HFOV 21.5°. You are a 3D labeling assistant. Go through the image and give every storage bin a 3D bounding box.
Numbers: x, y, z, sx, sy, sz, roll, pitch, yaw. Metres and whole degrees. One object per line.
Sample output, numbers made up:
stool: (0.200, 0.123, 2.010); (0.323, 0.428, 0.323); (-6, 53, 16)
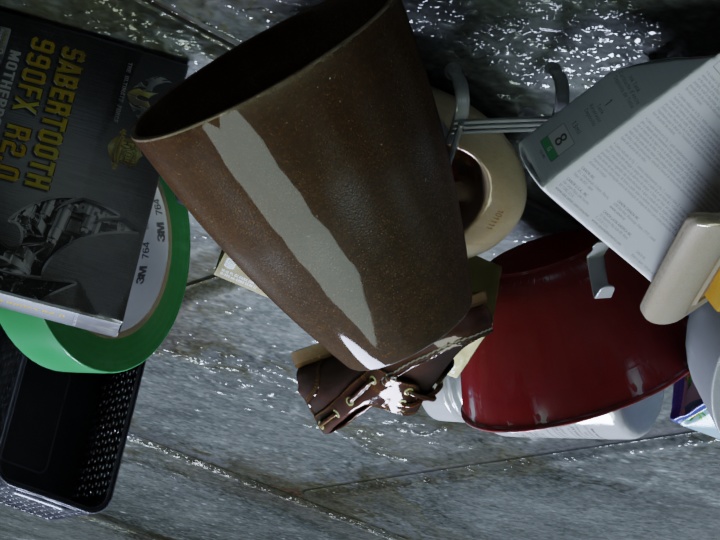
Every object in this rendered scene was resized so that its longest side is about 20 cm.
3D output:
storage bin: (-0.313, 0.141, 1.929); (0.135, 0.201, 0.094); (25, 155, -31)

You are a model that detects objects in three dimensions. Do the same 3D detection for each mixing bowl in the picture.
mixing bowl: (0.157, 0.035, 1.464); (0.199, 0.109, 0.200); (-17, -167, 4)

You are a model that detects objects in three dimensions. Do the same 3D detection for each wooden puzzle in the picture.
wooden puzzle: (0.284, -0.036, 1.221); (0.199, 0.037, 0.185); (-28, 163, -12)

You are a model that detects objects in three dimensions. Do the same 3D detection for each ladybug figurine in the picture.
ladybug figurine: (0.022, -0.077, 1.322); (0.199, 0.072, 0.136); (22, 118, -25)

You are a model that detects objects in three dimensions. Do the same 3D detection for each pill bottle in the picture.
pill bottle: (0.154, 0.088, 1.653); (0.199, 0.115, 0.114); (-2, 155, 34)

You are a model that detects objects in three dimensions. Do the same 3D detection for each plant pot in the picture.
plant pot: (-0.015, -0.045, 1.185); (0.186, 0.187, 0.201); (-11, 114, 46)

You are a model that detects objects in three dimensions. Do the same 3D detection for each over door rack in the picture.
over door rack: (0.112, -0.064, 1.271); (0.147, 0.067, 0.201); (-2, 139, -10)

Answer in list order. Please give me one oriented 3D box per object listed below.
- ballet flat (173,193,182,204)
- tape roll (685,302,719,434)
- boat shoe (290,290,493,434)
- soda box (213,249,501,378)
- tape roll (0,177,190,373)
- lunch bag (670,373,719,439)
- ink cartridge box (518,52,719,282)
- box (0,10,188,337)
ballet flat: (-0.062, -0.066, 1.433); (0.199, 0.074, 0.073); (6, 159, 24)
tape roll: (0.340, 0.054, 1.374); (0.199, 0.066, 0.201); (-6, 125, -9)
boat shoe: (0.027, 0.066, 1.316); (0.070, 0.071, 0.200); (-12, 172, -36)
soda box: (0.000, 0.000, 1.383); (0.199, 0.064, 0.068); (23, 133, -9)
tape roll: (-0.206, -0.023, 1.444); (0.048, 0.202, 0.200); (0, 156, 31)
lunch bag: (0.372, 0.077, 1.507); (0.169, 0.128, 0.200); (24, 144, -23)
ink cartridge box: (0.220, -0.091, 1.189); (0.200, 0.050, 0.161); (-39, 140, 15)
box: (-0.221, -0.069, 1.334); (0.157, 0.201, 0.048); (15, 162, -7)
